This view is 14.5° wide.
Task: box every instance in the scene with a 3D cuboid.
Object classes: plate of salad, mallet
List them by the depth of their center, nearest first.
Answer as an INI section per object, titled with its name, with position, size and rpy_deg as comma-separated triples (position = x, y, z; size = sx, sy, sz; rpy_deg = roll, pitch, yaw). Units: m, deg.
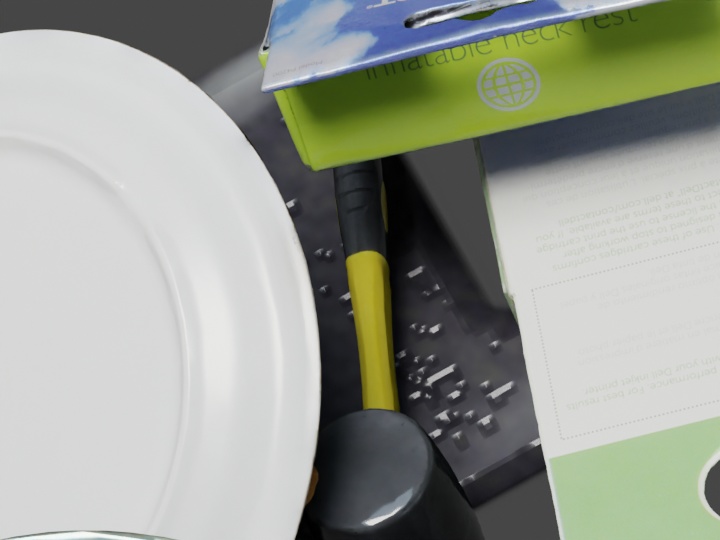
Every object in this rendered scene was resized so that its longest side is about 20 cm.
[plate of salad]
position = -0.090, 0.036, 0.755
size = 0.199, 0.048, 0.201
rpy_deg = -5, 80, 31
[mallet]
position = 0.000, 0.000, 0.786
size = 0.041, 0.066, 0.201
rpy_deg = -14, 60, 11

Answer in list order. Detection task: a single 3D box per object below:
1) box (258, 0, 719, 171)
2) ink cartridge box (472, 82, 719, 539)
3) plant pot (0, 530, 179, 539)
[box]
position = 0.040, -0.098, 0.786
size = 0.121, 0.048, 0.200
rpy_deg = -13, 34, 12
[ink cartridge box]
position = 0.111, -0.002, 0.765
size = 0.145, 0.048, 0.201
rpy_deg = -14, 60, 8
[plant pot]
position = -0.058, 0.175, 0.652
size = 0.199, 0.135, 0.201
rpy_deg = -1, 69, 3
